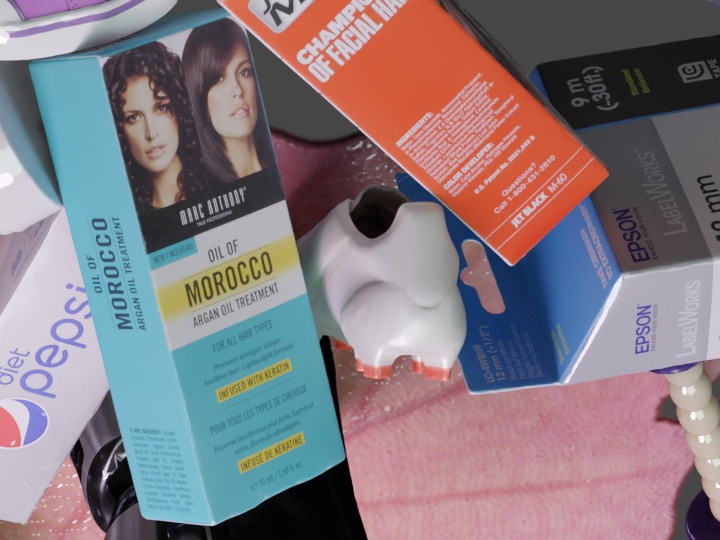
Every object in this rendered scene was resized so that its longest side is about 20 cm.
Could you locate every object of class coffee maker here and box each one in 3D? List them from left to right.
[{"bbox_3d":[-0.038,0.125,1.306,0.191,0.200,0.135,10,131,-21],"label":"coffee maker"}]

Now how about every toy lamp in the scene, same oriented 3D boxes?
[{"bbox_3d":[0.179,0.091,1.427,0.058,0.058,0.200,-19,134,4],"label":"toy lamp"}]

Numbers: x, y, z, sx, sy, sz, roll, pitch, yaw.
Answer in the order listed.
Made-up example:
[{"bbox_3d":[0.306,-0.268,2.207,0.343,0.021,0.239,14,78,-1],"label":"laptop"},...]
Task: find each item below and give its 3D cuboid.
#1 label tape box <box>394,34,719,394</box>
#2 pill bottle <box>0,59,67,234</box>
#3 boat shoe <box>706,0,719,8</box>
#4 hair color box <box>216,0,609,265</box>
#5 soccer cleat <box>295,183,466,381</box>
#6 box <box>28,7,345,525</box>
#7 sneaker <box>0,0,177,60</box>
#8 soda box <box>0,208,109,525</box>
[{"bbox_3d":[0.127,-0.030,1.235,0.199,0.144,0.066,-8,134,-9],"label":"label tape box"},{"bbox_3d":[-0.228,-0.023,1.182,0.199,0.111,0.111,-24,133,9],"label":"pill bottle"},{"bbox_3d":[0.194,-0.133,1.233,0.200,0.073,0.063,21,168,-36],"label":"boat shoe"},{"bbox_3d":[0.006,-0.099,1.162,0.064,0.111,0.200,-44,129,8],"label":"hair color box"},{"bbox_3d":[0.000,0.000,1.236,0.069,0.200,0.078,3,94,-20],"label":"soccer cleat"},{"bbox_3d":[-0.070,-0.002,1.178,0.082,0.049,0.201,-24,106,-41],"label":"box"},{"bbox_3d":[-0.164,-0.147,1.111,0.200,0.073,0.115,-1,128,-15],"label":"sneaker"},{"bbox_3d":[-0.144,0.023,1.278,0.068,0.064,0.200,15,127,-25],"label":"soda box"}]
